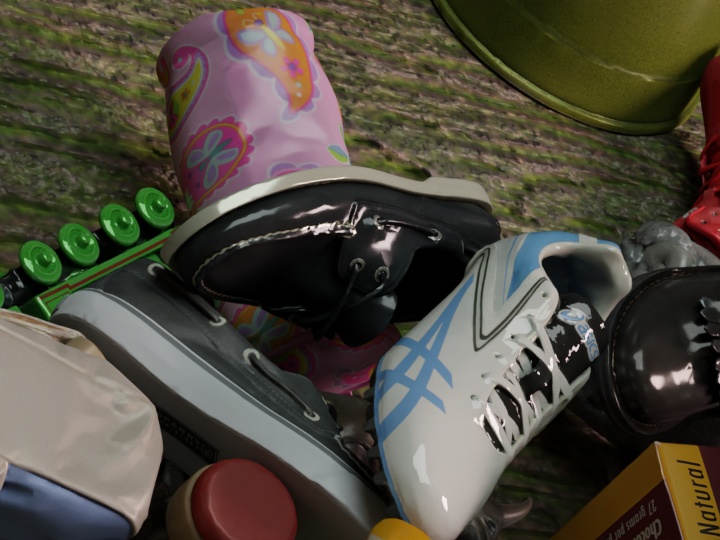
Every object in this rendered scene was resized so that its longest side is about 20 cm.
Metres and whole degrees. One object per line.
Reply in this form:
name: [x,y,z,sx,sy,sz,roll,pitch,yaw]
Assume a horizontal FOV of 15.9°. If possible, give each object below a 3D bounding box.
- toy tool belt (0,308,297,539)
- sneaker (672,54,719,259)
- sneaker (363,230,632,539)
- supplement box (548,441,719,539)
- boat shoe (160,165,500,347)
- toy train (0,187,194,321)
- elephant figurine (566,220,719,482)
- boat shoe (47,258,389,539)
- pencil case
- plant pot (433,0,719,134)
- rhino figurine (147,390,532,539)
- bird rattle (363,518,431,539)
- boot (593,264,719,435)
toy tool belt: [-0.138,0.088,1.018,0.200,0.123,0.125,26,47,-21]
sneaker: [0.215,-0.051,1.473,0.115,0.078,0.200,5,50,-34]
sneaker: [0.058,0.042,1.063,0.072,0.072,0.200,61,34,-20]
supplement box: [0.192,0.191,1.058,0.200,0.133,0.197,6,55,-28]
boat shoe: [-0.001,0.001,1.119,0.199,0.074,0.066,2,56,-54]
toy train: [-0.138,0.014,1.162,0.056,0.042,0.200,55,36,4]
elephant figurine: [0.168,0.085,1.265,0.155,0.142,0.200,-33,74,-12]
boat shoe: [-0.040,0.065,1.061,0.200,0.069,0.057,39,53,12]
pencil case: [-0.040,-0.029,1.232,0.087,0.087,0.200,3,57,-36]
plant pot: [0.168,-0.220,1.542,0.200,0.193,0.200,21,38,-17]
rhino figurine: [-0.016,0.087,1.139,0.200,0.060,0.087,9,42,-16]
bird rattle: [-0.029,0.177,0.964,0.113,0.163,0.200,31,30,6]
boot: [0.219,0.018,1.136,0.200,0.174,0.069,-20,98,-41]
